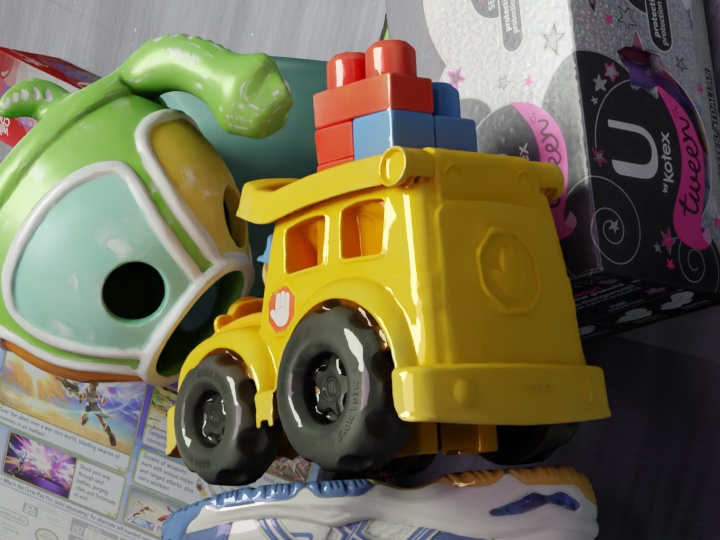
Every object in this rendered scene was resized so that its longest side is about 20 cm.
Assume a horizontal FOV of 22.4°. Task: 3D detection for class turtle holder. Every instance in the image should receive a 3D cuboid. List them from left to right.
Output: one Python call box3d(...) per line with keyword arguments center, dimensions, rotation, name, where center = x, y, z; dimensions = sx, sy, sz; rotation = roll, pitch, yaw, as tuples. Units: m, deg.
box3d(center=(-0.113, -0.026, 0.920), dimensions=(0.132, 0.141, 0.186), rotation=(39, 72, 18), name="turtle holder")

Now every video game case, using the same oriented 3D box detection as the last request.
box3d(center=(-0.121, 0.129, 1.038), dimensions=(0.199, 0.045, 0.182), rotation=(21, 115, 11), name="video game case")

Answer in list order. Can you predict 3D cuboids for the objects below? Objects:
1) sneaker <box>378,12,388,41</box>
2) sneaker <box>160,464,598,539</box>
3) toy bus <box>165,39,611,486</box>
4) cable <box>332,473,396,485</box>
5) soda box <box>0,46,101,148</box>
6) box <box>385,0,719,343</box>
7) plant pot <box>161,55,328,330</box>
box3d(center=(0.046, -0.182, 1.040), dimensions=(0.084, 0.076, 0.201), rotation=(16, 93, 66), name="sneaker")
box3d(center=(0.008, 0.136, 0.817), dimensions=(0.199, 0.075, 0.089), rotation=(-4, 84, 8), name="sneaker")
box3d(center=(0.000, 0.000, 0.838), dimensions=(0.199, 0.135, 0.193), rotation=(-15, 78, 48), name="toy bus")
box3d(center=(0.015, 0.117, 1.055), dimensions=(0.201, 0.050, 0.097), rotation=(-66, 25, 0), name="cable")
box3d(center=(-0.204, -0.106, 1.302), dimensions=(0.200, 0.070, 0.064), rotation=(27, 105, 48), name="soda box")
box3d(center=(0.099, -0.074, 0.916), dimensions=(0.132, 0.114, 0.201), rotation=(-20, 69, 46), name="box")
box3d(center=(-0.068, -0.035, 1.067), dimensions=(0.200, 0.160, 0.202), rotation=(-10, 77, 47), name="plant pot")
